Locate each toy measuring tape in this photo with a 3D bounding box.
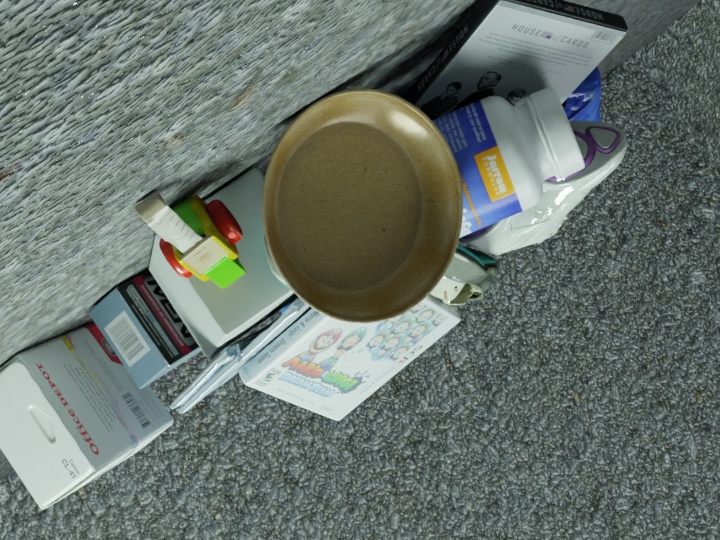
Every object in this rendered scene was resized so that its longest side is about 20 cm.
[{"bbox_3d":[-0.149,-0.040,1.215,0.073,0.074,0.200,-35,156,4],"label":"toy measuring tape"}]

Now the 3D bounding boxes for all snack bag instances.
[{"bbox_3d":[-0.084,0.054,1.447,0.200,0.021,0.188,-41,177,34],"label":"snack bag"}]

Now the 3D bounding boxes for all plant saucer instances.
[{"bbox_3d":[-0.003,-0.056,1.265,0.199,0.202,0.035,-34,-162,-23],"label":"plant saucer"}]

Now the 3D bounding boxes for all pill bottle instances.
[{"bbox_3d":[0.104,-0.095,1.361,0.198,0.113,0.112,-23,180,8],"label":"pill bottle"}]

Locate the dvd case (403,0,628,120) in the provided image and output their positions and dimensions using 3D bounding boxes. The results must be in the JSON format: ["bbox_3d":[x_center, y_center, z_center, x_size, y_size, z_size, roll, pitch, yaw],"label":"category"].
[{"bbox_3d":[0.136,-0.183,1.370,0.149,0.025,0.200,7,143,-30],"label":"dvd case"}]

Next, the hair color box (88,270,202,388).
[{"bbox_3d":[-0.189,0.038,1.569,0.060,0.099,0.200,-36,178,37],"label":"hair color box"}]

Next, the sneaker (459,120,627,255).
[{"bbox_3d":[0.190,-0.083,1.492,0.199,0.076,0.099,-31,145,20],"label":"sneaker"}]

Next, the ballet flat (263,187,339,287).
[{"bbox_3d":[-0.040,-0.073,1.315,0.069,0.069,0.201,-36,-154,39],"label":"ballet flat"}]

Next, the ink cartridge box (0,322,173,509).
[{"bbox_3d":[-0.307,0.150,1.557,0.085,0.148,0.200,-36,177,20],"label":"ink cartridge box"}]

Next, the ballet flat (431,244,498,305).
[{"bbox_3d":[0.098,0.004,1.493,0.064,0.067,0.200,-64,162,3],"label":"ballet flat"}]

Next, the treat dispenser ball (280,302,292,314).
[{"bbox_3d":[0.000,0.000,1.615,0.200,0.202,0.201,-34,178,-1],"label":"treat dispenser ball"}]

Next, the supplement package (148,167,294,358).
[{"bbox_3d":[-0.126,-0.002,1.410,0.116,0.118,0.200,-34,178,-13],"label":"supplement package"}]

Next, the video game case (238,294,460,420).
[{"bbox_3d":[-0.006,0.076,1.494,0.182,0.024,0.200,-40,150,12],"label":"video game case"}]

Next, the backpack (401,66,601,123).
[{"bbox_3d":[0.164,-0.175,1.561,0.199,0.163,0.168,-32,158,-10],"label":"backpack"}]
